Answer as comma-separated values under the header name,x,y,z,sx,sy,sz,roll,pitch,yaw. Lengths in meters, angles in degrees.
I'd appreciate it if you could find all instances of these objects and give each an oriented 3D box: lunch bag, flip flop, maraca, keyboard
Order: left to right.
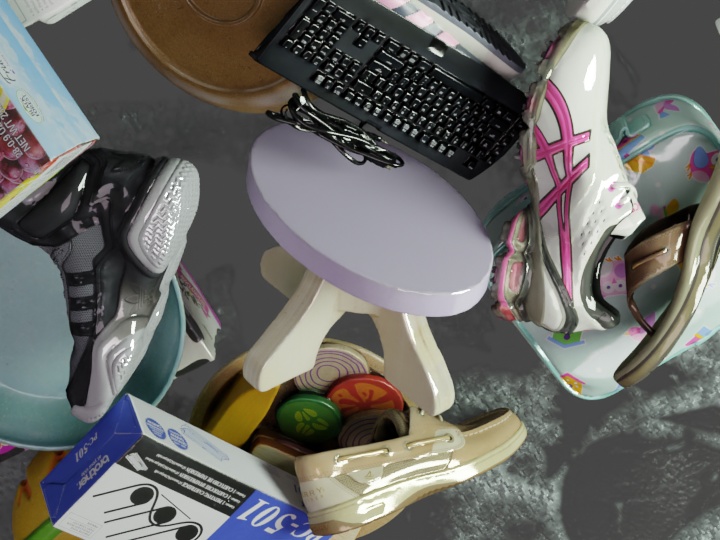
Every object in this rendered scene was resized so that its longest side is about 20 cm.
name,x,y,z,sx,sy,sz,roll,pitch,yaw
maraca,-0.206,0.177,1.343,0.200,0.137,0.107,-40,83,26
keyboard,0.021,-0.103,1.164,0.199,0.040,0.104,26,121,-35
lunch bag,0.189,-0.021,1.266,0.199,0.077,0.161,-35,108,15
flip flop,0.205,-0.018,1.188,0.057,0.081,0.201,23,111,10

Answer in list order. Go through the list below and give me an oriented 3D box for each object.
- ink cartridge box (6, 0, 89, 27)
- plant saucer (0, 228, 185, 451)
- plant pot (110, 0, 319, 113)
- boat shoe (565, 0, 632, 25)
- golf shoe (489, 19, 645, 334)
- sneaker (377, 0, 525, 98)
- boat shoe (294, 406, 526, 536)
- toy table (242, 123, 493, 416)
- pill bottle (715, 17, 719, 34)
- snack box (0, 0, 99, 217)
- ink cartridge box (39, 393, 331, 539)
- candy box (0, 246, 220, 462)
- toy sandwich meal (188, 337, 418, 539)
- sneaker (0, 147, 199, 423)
name,x,y,z,sx,sy,sz,roll,pitch,yaw
ink cartridge box,-0.241,-0.241,1.126,0.173,0.044,0.201,-29,98,7
plant saucer,-0.216,0.027,1.245,0.198,0.036,0.202,0,114,1
plant pot,-0.085,-0.190,1.160,0.198,0.027,0.202,12,121,21
boat shoe,0.212,-0.228,1.167,0.068,0.072,0.201,33,104,-17
golf shoe,0.145,-0.059,1.182,0.091,0.073,0.202,11,100,19
sneaker,0.010,-0.161,1.195,0.199,0.070,0.082,35,110,-15
boat shoe,0.040,0.128,1.310,0.071,0.199,0.065,-21,89,50
toy table,0.000,0.000,1.231,0.183,0.200,0.118,-14,133,-27
pill bottle,0.336,-0.172,1.164,0.199,0.116,0.116,-31,114,15
snack box,-0.283,-0.089,1.102,0.199,0.068,0.169,-35,91,28
ink cartridge box,-0.115,0.163,1.262,0.094,0.044,0.199,-45,133,15
candy box,-0.218,0.039,1.304,0.199,0.061,0.137,-25,113,13
toy sandwich meal,-0.042,0.145,1.356,0.203,0.070,0.207,0,118,0
sneaker,-0.181,-0.002,1.176,0.113,0.076,0.201,24,119,2
